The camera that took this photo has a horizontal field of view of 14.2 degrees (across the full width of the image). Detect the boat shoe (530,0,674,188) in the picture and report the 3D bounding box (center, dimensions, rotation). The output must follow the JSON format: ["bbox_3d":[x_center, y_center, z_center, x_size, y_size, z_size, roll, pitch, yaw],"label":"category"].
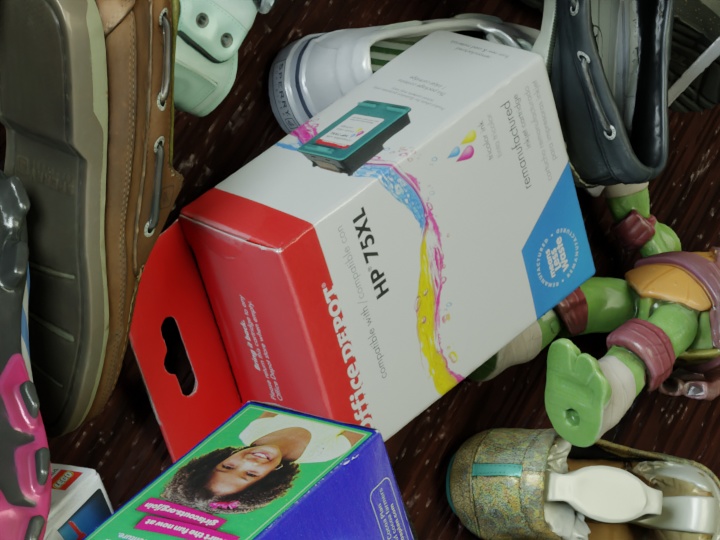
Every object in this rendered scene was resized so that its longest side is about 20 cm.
[{"bbox_3d":[0.116,-0.132,1.280,0.074,0.066,0.200,-3,103,-47],"label":"boat shoe"}]

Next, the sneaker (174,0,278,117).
[{"bbox_3d":[-0.104,-0.091,1.161,0.118,0.074,0.201,48,50,-20],"label":"sneaker"}]

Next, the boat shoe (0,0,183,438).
[{"bbox_3d":[-0.099,-0.028,1.110,0.068,0.072,0.201,-23,132,-40],"label":"boat shoe"}]

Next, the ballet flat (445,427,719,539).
[{"bbox_3d":[0.127,0.112,1.359,0.200,0.071,0.071,15,72,-42],"label":"ballet flat"}]

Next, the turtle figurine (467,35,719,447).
[{"bbox_3d":[0.144,-0.013,1.340,0.194,0.200,0.144,-26,77,-37],"label":"turtle figurine"}]

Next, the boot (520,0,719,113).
[{"bbox_3d":[0.121,-0.177,1.423,0.200,0.068,0.131,41,41,-24],"label":"boot"}]

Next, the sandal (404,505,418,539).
[{"bbox_3d":[-0.021,0.181,1.214,0.080,0.057,0.202,-3,100,-44],"label":"sandal"}]

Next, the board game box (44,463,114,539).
[{"bbox_3d":[-0.114,0.191,1.099,0.126,0.035,0.200,-45,127,-40],"label":"board game box"}]

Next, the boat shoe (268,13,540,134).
[{"bbox_3d":[0.051,-0.079,1.319,0.200,0.067,0.074,-8,88,-45],"label":"boat shoe"}]

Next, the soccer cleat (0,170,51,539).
[{"bbox_3d":[-0.155,0.055,1.062,0.070,0.086,0.201,14,59,-25],"label":"soccer cleat"}]

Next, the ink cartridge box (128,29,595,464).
[{"bbox_3d":[0.000,0.000,1.210,0.200,0.067,0.116,-38,127,-29],"label":"ink cartridge box"}]

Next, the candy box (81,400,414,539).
[{"bbox_3d":[-0.056,0.174,1.074,0.200,0.077,0.170,-40,124,-39],"label":"candy box"}]
